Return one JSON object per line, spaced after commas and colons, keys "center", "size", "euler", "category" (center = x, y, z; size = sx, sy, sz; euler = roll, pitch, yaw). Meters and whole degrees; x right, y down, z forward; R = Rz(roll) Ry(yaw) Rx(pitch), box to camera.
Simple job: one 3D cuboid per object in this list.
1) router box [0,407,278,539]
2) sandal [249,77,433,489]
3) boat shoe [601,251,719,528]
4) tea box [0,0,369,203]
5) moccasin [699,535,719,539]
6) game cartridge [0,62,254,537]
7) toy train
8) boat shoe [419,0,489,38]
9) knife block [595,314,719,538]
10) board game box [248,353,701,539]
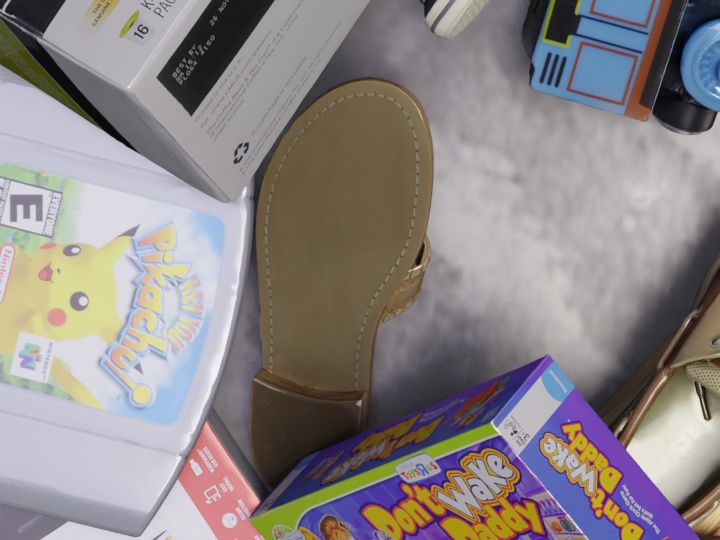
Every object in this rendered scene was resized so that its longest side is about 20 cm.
{"center": [-0.151, 0.101, 1.370], "size": [0.179, 0.049, 0.201], "euler": [-34, 92, 3], "category": "router box"}
{"center": [-0.005, -0.002, 1.357], "size": [0.077, 0.070, 0.213], "euler": [17, 117, 12], "category": "sandal"}
{"center": [0.163, 0.047, 1.283], "size": [0.075, 0.074, 0.200], "euler": [36, 94, -1], "category": "boat shoe"}
{"center": [-0.089, -0.172, 1.239], "size": [0.196, 0.134, 0.200], "euler": [33, 83, 23], "category": "tea box"}
{"center": [0.177, 0.209, 1.326], "size": [0.073, 0.078, 0.202], "euler": [-16, 127, -5], "category": "moccasin"}
{"center": [-0.119, 0.010, 1.322], "size": [0.133, 0.040, 0.201], "euler": [13, 91, -6], "category": "game cartridge"}
{"center": [0.144, -0.156, 1.306], "size": [0.114, 0.087, 0.201], "euler": [14, 117, -4], "category": "toy train"}
{"center": [0.064, -0.198, 1.312], "size": [0.062, 0.075, 0.201], "euler": [22, 88, 5], "category": "boat shoe"}
{"center": [0.133, 0.073, 1.354], "size": [0.174, 0.064, 0.201], "euler": [-1, 94, 1], "category": "knife block"}
{"center": [0.054, 0.123, 1.278], "size": [0.135, 0.200, 0.045], "euler": [50, 56, -9], "category": "board game box"}
